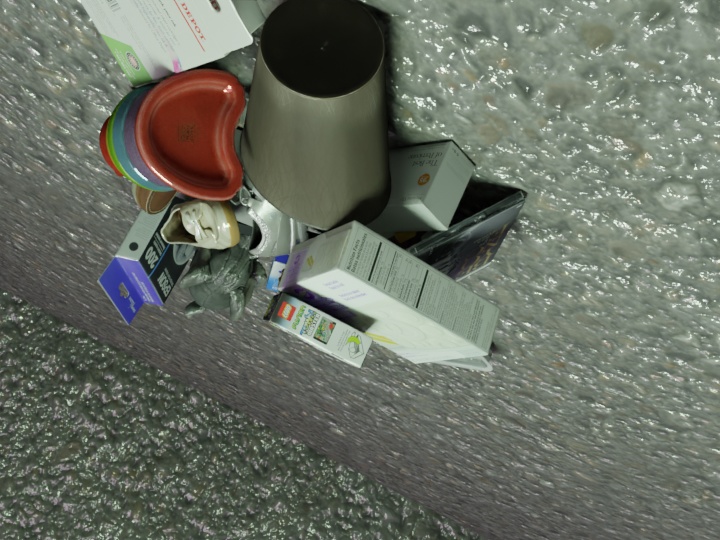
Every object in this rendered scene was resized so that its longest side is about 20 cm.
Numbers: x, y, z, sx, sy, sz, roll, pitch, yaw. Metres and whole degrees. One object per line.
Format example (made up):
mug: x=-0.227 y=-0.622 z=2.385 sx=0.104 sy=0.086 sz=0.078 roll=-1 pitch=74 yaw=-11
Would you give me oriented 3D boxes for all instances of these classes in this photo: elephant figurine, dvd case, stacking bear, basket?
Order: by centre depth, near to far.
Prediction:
basket: x=-0.039 y=-0.153 z=0.874 sx=0.179 sy=0.137 sz=0.201 roll=36 pitch=158 yaw=10
stacking bear: x=-0.210 y=-0.135 z=0.938 sx=0.112 sy=0.125 sz=0.198 roll=1 pitch=-177 yaw=-32
dvd case: x=0.105 y=-0.013 z=1.044 sx=0.016 sy=0.146 sz=0.201 roll=59 pitch=166 yaw=15
elephant figurine: x=-0.207 y=0.000 z=1.379 sx=0.138 sy=0.159 sz=0.200 roll=-7 pitch=-173 yaw=-9

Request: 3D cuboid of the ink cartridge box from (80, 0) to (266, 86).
ink cartridge box: x=-0.165 y=-0.250 z=0.824 sx=0.197 sy=0.067 sz=0.118 roll=-1 pitch=127 yaw=45

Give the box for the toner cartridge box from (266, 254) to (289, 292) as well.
toner cartridge box: x=-0.019 y=0.015 z=1.171 sx=0.196 sy=0.044 sz=0.095 roll=16 pitch=155 yaw=-6

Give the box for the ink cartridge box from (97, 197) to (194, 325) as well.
ink cartridge box: x=-0.322 y=-0.024 z=1.427 sx=0.043 sy=0.203 sz=0.199 roll=24 pitch=160 yaw=9

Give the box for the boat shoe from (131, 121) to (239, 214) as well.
boat shoe: x=-0.203 y=-0.130 z=1.054 sx=0.072 sy=0.075 sz=0.201 roll=48 pitch=128 yaw=12

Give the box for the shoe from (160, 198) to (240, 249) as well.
shoe: x=-0.201 y=-0.054 z=1.132 sx=0.199 sy=0.053 sz=0.071 roll=3 pitch=117 yaw=64

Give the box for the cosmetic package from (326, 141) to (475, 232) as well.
cosmetic package: x=0.029 y=-0.089 z=1.014 sx=0.050 sy=0.084 sz=0.198 roll=38 pitch=156 yaw=-34

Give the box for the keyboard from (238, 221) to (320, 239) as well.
keyboard: x=-0.112 y=-0.045 z=1.234 sx=0.196 sy=0.021 sz=0.127 roll=13 pitch=-167 yaw=-27

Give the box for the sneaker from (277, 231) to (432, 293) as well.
sneaker: x=0.000 y=0.000 z=1.075 sx=0.092 sy=0.197 sz=0.075 roll=66 pitch=174 yaw=-20

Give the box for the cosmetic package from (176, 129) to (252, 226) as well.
cosmetic package: x=-0.195 y=-0.136 z=1.173 sx=0.196 sy=0.092 sz=0.107 roll=19 pitch=160 yaw=10

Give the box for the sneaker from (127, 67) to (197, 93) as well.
sneaker: x=-0.223 y=-0.223 z=0.996 sx=0.075 sy=0.081 sz=0.201 roll=25 pitch=156 yaw=12

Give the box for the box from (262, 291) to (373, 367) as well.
box: x=-0.053 y=0.066 z=1.031 sx=0.108 sy=0.035 sz=0.200 roll=28 pitch=174 yaw=-7

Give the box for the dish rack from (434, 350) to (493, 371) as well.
dish rack: x=0.105 y=0.093 z=1.424 sx=0.197 sy=0.044 sz=0.172 roll=6 pitch=151 yaw=44

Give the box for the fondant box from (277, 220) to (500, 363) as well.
fondant box: x=0.029 y=0.030 z=0.972 sx=0.198 sy=0.059 sz=0.143 roll=31 pitch=157 yaw=-23

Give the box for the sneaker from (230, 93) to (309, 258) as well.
sneaker: x=-0.113 y=-0.101 z=1.052 sx=0.075 sy=0.080 sz=0.204 roll=-136 pitch=32 yaw=-61
